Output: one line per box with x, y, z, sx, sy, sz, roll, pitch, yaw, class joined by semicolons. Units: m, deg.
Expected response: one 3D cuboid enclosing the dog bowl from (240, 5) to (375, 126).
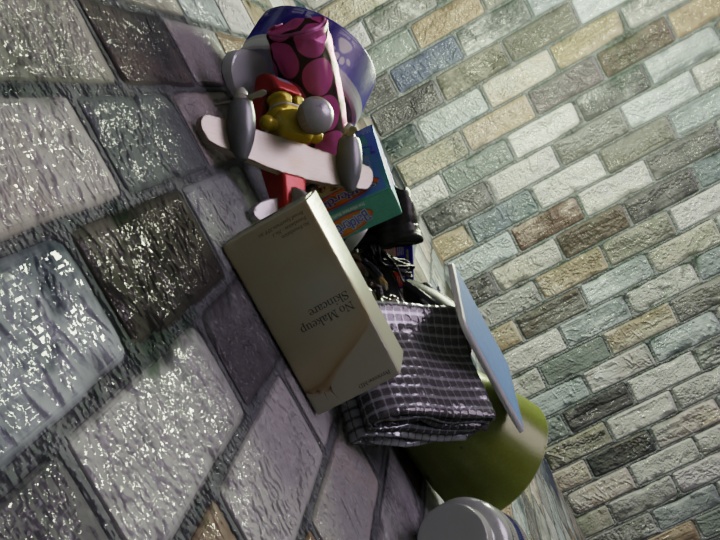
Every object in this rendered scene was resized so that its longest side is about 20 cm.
-0.080;-0.289;1.309;0.080;0.198;0.200;-64;144;-20;dog bowl

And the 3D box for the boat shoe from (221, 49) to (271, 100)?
-0.149;-0.239;1.208;0.200;0.067;0.073;29;72;-67;boat shoe

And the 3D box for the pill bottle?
0.133;0.330;1.051;0.200;0.110;0.112;46;19;-60;pill bottle

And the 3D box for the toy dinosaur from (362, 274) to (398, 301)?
-0.007;0.033;1.184;0.202;0.076;0.102;62;16;12;toy dinosaur

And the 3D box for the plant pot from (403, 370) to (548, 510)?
0.120;0.203;1.209;0.200;0.187;0.188;40;18;-22;plant pot

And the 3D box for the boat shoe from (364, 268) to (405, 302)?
0.056;0.079;1.284;0.074;0.065;0.203;-5;87;-51;boat shoe

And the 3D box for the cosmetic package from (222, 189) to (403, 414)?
-0.046;0.032;0.920;0.202;0.103;0.073;60;11;-8;cosmetic package

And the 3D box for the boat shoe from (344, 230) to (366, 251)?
-0.039;-0.068;1.281;0.063;0.071;0.200;38;-2;-15;boat shoe

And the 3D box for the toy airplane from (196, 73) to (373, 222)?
-0.081;-0.145;1.066;0.199;0.141;0.200;46;35;-5;toy airplane

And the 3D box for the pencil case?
-0.072;-0.236;1.188;0.091;0.093;0.202;-41;135;-41;pencil case

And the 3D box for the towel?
0.058;0.119;1.052;0.198;0.086;0.167;5;47;-35;towel

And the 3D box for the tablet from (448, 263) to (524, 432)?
0.158;0.098;1.126;0.201;0.014;0.131;58;16;-32;tablet

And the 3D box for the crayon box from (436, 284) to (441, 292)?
0.116;0.130;1.493;0.201;0.051;0.127;-102;-162;-56;crayon box

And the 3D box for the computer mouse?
0.082;0.034;1.209;0.140;0.046;0.201;21;29;-51;computer mouse

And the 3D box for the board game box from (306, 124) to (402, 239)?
-0.032;-0.113;1.226;0.201;0.150;0.045;-101;166;-57;board game box

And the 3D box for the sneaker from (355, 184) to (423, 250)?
0.035;-0.076;1.303;0.199;0.075;0.092;173;-87;-66;sneaker

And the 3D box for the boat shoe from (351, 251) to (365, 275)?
0.000;0.000;1.338;0.075;0.068;0.200;65;12;8;boat shoe

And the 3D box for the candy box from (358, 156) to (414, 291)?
0.034;-0.066;1.529;0.171;0.076;0.202;84;-7;-46;candy box
